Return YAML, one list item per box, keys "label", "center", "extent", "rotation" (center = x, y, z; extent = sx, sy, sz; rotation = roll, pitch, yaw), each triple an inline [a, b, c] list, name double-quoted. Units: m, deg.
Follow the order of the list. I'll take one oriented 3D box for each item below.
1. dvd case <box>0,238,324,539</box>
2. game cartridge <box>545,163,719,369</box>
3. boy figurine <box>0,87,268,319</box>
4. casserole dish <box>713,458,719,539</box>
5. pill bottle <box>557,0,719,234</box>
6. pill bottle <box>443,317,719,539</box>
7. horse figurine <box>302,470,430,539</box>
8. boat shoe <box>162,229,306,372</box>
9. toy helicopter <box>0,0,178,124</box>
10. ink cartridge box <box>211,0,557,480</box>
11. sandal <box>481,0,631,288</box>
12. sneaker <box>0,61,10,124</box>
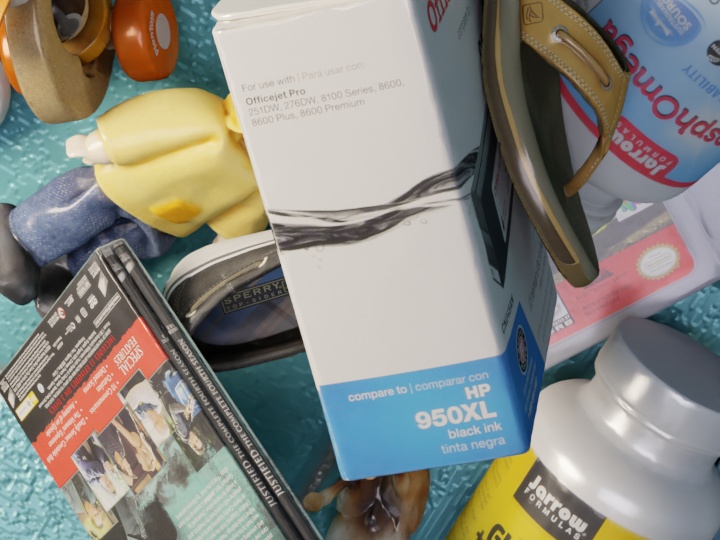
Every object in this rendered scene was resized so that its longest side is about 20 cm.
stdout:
- label: "dvd case"
  center: [-0.095, 0.102, 1.009]
  extent: [0.201, 0.022, 0.146]
  rotation: [56, 139, 10]
- label: "game cartridge"
  center: [0.101, -0.030, 1.042]
  extent: [0.199, 0.041, 0.134]
  rotation: [-29, 99, 13]
- label: "boy figurine"
  center: [-0.084, -0.041, 1.027]
  extent: [0.199, 0.065, 0.124]
  rotation: [-25, 140, 19]
- label: "casserole dish"
  center: [0.244, 0.101, 1.069]
  extent: [0.120, 0.039, 0.201]
  rotation: [23, 109, -3]
- label: "pill bottle"
  center: [0.139, -0.101, 0.927]
  extent: [0.109, 0.109, 0.200]
  rotation: [41, 122, -9]
- label: "pill bottle"
  center: [0.112, 0.127, 1.046]
  extent: [0.111, 0.112, 0.201]
  rotation: [28, 112, -4]
- label: "horse figurine"
  center: [-0.005, 0.143, 1.074]
  extent: [0.050, 0.132, 0.202]
  rotation: [18, 96, 16]
- label: "boat shoe"
  center: [0.000, 0.000, 0.996]
  extent: [0.198, 0.066, 0.070]
  rotation: [-15, 119, 2]
- label: "toy helicopter"
  center: [-0.154, -0.167, 0.969]
  extent: [0.078, 0.132, 0.202]
  rotation: [-4, 102, 18]
- label: "ink cartridge box"
  center: [0.017, -0.039, 0.861]
  extent: [0.084, 0.145, 0.201]
  rotation: [-9, 114, 15]
- label: "sandal"
  center: [0.083, -0.095, 0.866]
  extent: [0.054, 0.080, 0.202]
  rotation: [-8, 81, 18]
- label: "sneaker"
  center: [-0.276, -0.082, 1.038]
  extent: [0.198, 0.071, 0.074]
  rotation: [0, 108, 5]
